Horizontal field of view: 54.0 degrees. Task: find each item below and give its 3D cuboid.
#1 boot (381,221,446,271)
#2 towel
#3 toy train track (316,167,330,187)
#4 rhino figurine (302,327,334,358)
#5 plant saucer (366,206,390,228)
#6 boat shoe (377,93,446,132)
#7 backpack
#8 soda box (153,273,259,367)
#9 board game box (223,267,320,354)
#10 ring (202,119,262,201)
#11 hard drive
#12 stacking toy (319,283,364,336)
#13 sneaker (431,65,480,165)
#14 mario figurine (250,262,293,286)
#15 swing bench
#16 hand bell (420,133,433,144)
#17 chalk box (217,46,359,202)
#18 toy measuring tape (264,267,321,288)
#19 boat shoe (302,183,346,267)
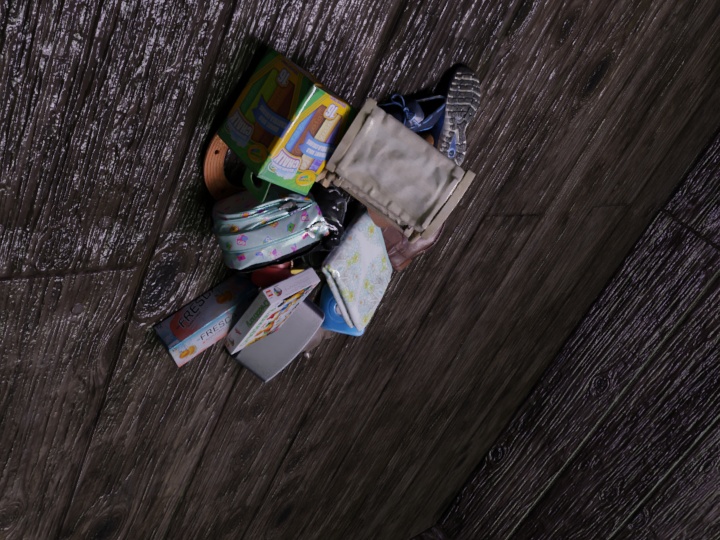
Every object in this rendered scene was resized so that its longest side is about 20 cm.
[{"bbox_3d":[0.096,-0.096,1.586,0.187,0.064,0.200,-49,146,3],"label":"boot"},{"bbox_3d":[0.000,0.000,1.450,0.172,0.047,0.202,-59,143,-34],"label":"towel"},{"bbox_3d":[-0.032,-0.213,1.299,0.199,0.033,0.115,-35,167,-34],"label":"toy train track"},{"bbox_3d":[-0.118,0.152,1.609,0.198,0.060,0.088,-17,141,-40],"label":"rhino figurine"},{"bbox_3d":[0.068,-0.182,1.372,0.200,0.034,0.204,-29,124,-57],"label":"plant saucer"},{"bbox_3d":[0.085,-0.295,1.315,0.199,0.084,0.069,-36,171,-44],"label":"boat shoe"},{"bbox_3d":[-0.143,-0.077,1.166,0.197,0.167,0.129,-21,106,-15],"label":"backpack"},{"bbox_3d":[-0.282,0.089,1.324,0.199,0.064,0.069,-35,149,-19],"label":"soda box"},{"bbox_3d":[-0.169,0.077,1.326,0.125,0.035,0.200,-27,166,-43],"label":"board game box"},{"bbox_3d":[-0.174,-0.195,1.162,0.199,0.019,0.202,-32,148,-22],"label":"ring"},{"bbox_3d":[-0.174,0.136,1.489,0.200,0.042,0.135,-47,124,-2],"label":"hard drive"},{"bbox_3d":[-0.007,0.076,1.633,0.199,0.114,0.112,-10,108,-67],"label":"stacking toy"},{"bbox_3d":[0.178,-0.310,1.419,0.077,0.089,0.204,7,107,-27],"label":"sneaker"},{"bbox_3d":[-0.155,-0.066,1.311,0.122,0.106,0.202,25,99,-21],"label":"mario figurine"},{"bbox_3d":[0.054,-0.152,1.138,0.131,0.197,0.200,-55,-177,0],"label":"swing bench"},{"bbox_3d":[0.112,-0.225,1.336,0.105,0.103,0.200,-65,175,32],"label":"hand bell"},{"bbox_3d":[-0.122,-0.204,1.072,0.201,0.125,0.123,-55,149,12],"label":"chalk box"},{"bbox_3d":[-0.113,0.030,1.436,0.197,0.074,0.074,-1,130,-34],"label":"toy measuring tape"},{"bbox_3d":[-0.073,-0.075,1.391,0.075,0.060,0.202,-25,144,-31],"label":"boat shoe"}]
